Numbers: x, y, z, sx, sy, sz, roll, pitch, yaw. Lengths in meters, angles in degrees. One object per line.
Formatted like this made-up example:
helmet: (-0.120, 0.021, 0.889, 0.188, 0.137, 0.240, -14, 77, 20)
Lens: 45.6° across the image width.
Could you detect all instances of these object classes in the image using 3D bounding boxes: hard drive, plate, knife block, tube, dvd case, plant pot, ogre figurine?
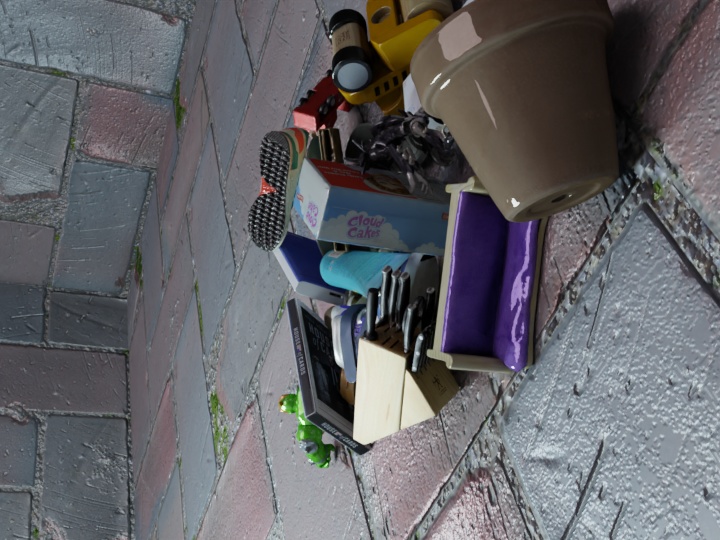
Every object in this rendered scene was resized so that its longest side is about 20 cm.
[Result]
hard drive: (-0.068, -0.003, 1.349, 0.026, 0.130, 0.200, -63, 28, 16)
plate: (-0.045, -0.111, 1.348, 0.200, 0.025, 0.205, -6, -90, -76)
knife block: (0.030, 0.100, 1.035, 0.199, 0.064, 0.178, -32, 91, 43)
tube: (0.000, 0.000, 1.115, 0.078, 0.050, 0.199, -48, 17, -12)
dvd case: (-0.048, 0.154, 1.259, 0.024, 0.150, 0.203, -28, 48, 17)
plant pot: (0.165, -0.149, 0.811, 0.200, 0.197, 0.178, -38, 68, 59)
ogre figurine: (-0.070, 0.202, 1.329, 0.120, 0.096, 0.204, 36, -107, -79)

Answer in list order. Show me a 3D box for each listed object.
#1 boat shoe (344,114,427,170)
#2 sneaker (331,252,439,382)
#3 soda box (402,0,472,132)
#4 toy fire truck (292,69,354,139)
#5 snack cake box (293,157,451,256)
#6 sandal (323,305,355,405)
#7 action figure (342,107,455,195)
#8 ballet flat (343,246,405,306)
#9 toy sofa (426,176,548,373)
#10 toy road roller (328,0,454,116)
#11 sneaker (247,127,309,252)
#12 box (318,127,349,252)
boat shoe: (0.045, -0.175, 1.233, 0.201, 0.064, 0.076, 10, 81, 62)
sneaker: (0.017, 0.053, 1.131, 0.144, 0.080, 0.205, 22, 112, 33)
soda box: (0.124, -0.250, 1.044, 0.200, 0.067, 0.065, 137, 134, -57)
toy fire truck: (-0.064, -0.228, 1.419, 0.201, 0.048, 0.143, -55, -27, -39)
snack cake box: (0.028, -0.077, 1.057, 0.115, 0.196, 0.069, -125, 47, -58)
sandal: (-0.015, 0.147, 1.223, 0.203, 0.053, 0.081, 63, 159, 18)
action figure: (0.073, -0.149, 1.035, 0.198, 0.103, 0.120, -17, 28, 42)
ballet flat: (0.012, 0.029, 1.215, 0.073, 0.071, 0.203, -115, 40, -52)
toy sofa: (0.136, 0.006, 0.925, 0.097, 0.081, 0.205, -173, 90, -68)
toy road roller: (0.054, -0.304, 1.196, 0.197, 0.146, 0.125, -25, 46, 20)
sneaker: (-0.115, -0.125, 1.314, 0.069, 0.093, 0.204, 25, 122, 23)
box: (-0.033, -0.120, 1.225, 0.200, 0.021, 0.168, -83, -15, -81)
